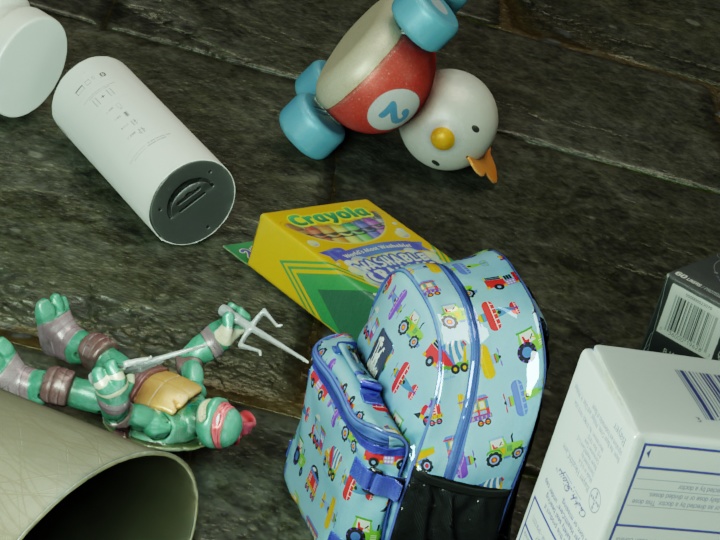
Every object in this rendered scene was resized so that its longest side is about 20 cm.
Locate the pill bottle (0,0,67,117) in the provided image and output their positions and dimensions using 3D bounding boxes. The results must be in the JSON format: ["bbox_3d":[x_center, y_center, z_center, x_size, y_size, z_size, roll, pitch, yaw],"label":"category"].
[{"bbox_3d":[-0.360,-0.218,1.991,0.199,0.117,0.116,29,27,26],"label":"pill bottle"}]

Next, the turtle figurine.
[{"bbox_3d":[-0.145,0.075,1.537,0.199,0.101,0.150,13,17,22],"label":"turtle figurine"}]

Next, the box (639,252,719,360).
[{"bbox_3d":[0.330,0.054,1.871,0.122,0.107,0.199,31,28,27],"label":"box"}]

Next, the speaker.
[{"bbox_3d":[-0.183,-0.102,1.905,0.081,0.082,0.200,-2,30,-35],"label":"speaker"}]

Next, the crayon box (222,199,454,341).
[{"bbox_3d":[0.000,0.000,1.842,0.125,0.052,0.200,-10,35,-44],"label":"crayon box"}]

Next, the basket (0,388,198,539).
[{"bbox_3d":[-0.223,0.137,1.318,0.199,0.136,0.180,28,62,36],"label":"basket"}]

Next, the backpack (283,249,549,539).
[{"bbox_3d":[0.042,0.087,1.509,0.134,0.201,0.183,7,27,-20],"label":"backpack"}]

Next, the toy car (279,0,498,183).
[{"bbox_3d":[0.062,-0.151,2.112,0.200,0.184,0.177,43,22,-11],"label":"toy car"}]

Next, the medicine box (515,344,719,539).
[{"bbox_3d":[0.207,0.166,1.448,0.181,0.201,0.103,7,28,-20],"label":"medicine box"}]
